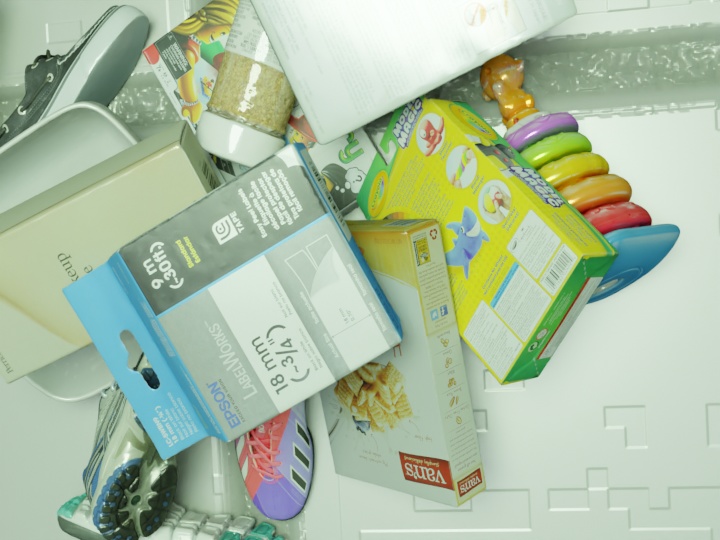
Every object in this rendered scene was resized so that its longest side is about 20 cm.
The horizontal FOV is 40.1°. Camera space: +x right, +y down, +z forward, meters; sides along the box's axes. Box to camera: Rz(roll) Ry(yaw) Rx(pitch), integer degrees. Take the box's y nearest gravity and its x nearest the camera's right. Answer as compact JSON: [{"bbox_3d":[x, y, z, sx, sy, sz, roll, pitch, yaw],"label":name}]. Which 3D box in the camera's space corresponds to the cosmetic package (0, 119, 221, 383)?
[{"bbox_3d":[-0.190,-0.014,0.714,0.197,0.073,0.105,-27,112,5],"label":"cosmetic package"}]

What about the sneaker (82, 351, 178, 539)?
[{"bbox_3d":[-0.168,0.102,0.766,0.085,0.076,0.203,31,96,48],"label":"sneaker"}]

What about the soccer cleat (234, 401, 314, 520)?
[{"bbox_3d":[-0.073,0.113,0.782,0.067,0.073,0.205,2,104,4],"label":"soccer cleat"}]

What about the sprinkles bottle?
[{"bbox_3d":[-0.065,-0.179,0.742,0.067,0.068,0.204,20,96,8],"label":"sprinkles bottle"}]

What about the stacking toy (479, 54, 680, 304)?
[{"bbox_3d":[0.140,-0.076,0.743,0.116,0.108,0.203,-39,67,42],"label":"stacking toy"}]

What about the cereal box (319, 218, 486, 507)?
[{"bbox_3d":[0.017,0.065,0.735,0.142,0.039,0.204,1,106,50],"label":"cereal box"}]

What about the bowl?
[{"bbox_3d":[-0.222,-0.018,0.788,0.198,0.075,0.201,-34,110,7],"label":"bowl"}]

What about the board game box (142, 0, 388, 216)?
[{"bbox_3d":[-0.074,-0.126,0.800,0.125,0.035,0.202,-32,87,9],"label":"board game box"}]

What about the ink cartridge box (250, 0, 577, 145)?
[{"bbox_3d":[0.025,-0.202,0.669,0.197,0.047,0.162,-24,99,12],"label":"ink cartridge box"}]

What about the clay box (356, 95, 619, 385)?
[{"bbox_3d":[0.080,-0.033,0.704,0.201,0.047,0.116,53,130,34],"label":"clay box"}]

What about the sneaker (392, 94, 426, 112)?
[{"bbox_3d":[0.048,-0.222,0.737,0.072,0.112,0.204,15,95,7],"label":"sneaker"}]

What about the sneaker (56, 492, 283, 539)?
[{"bbox_3d":[-0.163,0.242,0.814,0.196,0.078,0.093,14,100,11],"label":"sneaker"}]

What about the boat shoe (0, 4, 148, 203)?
[{"bbox_3d":[-0.254,-0.145,0.817,0.066,0.070,0.201,39,105,4],"label":"boat shoe"}]

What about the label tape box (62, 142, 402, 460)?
[{"bbox_3d":[-0.090,0.029,0.652,0.198,0.063,0.146,-30,97,6],"label":"label tape box"}]
